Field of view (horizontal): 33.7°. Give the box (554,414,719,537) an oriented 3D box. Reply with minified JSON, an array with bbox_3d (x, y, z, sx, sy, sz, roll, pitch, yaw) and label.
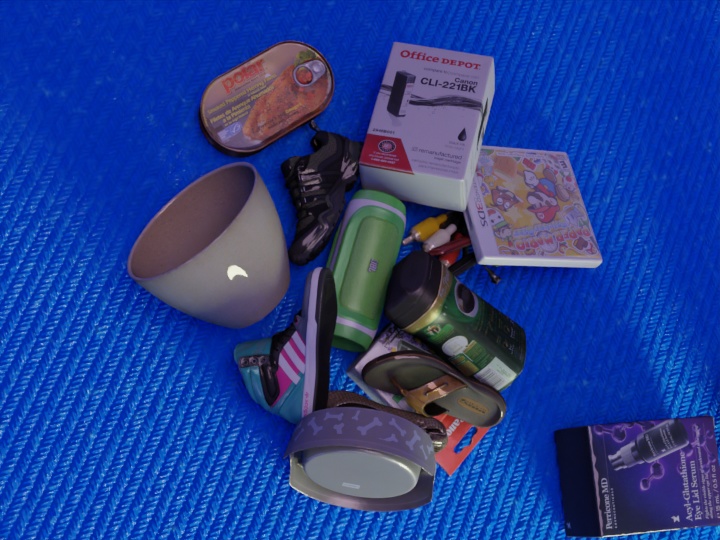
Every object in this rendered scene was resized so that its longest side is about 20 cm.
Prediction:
[{"bbox_3d":[0.376,0.279,1.604,0.197,0.104,0.150,-3,80,-18],"label":"box"}]

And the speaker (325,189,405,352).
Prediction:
[{"bbox_3d":[0.000,0.000,1.558,0.088,0.088,0.202,19,74,-12],"label":"speaker"}]

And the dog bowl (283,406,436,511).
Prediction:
[{"bbox_3d":[0.001,0.231,1.457,0.198,0.200,0.059,18,58,-12],"label":"dog bowl"}]

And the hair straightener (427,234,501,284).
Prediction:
[{"bbox_3d":[0.174,-0.020,1.622,0.199,0.041,0.078,-24,101,-41],"label":"hair straightener"}]

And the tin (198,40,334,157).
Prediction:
[{"bbox_3d":[-0.127,-0.230,1.594,0.199,0.042,0.113,-33,93,-21],"label":"tin"}]

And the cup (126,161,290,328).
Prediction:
[{"bbox_3d":[-0.168,-0.012,1.470,0.201,0.199,0.144,-49,119,-20],"label":"cup"}]

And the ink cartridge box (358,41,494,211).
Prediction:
[{"bbox_3d":[0.091,-0.195,1.590,0.142,0.084,0.202,11,64,11],"label":"ink cartridge box"}]

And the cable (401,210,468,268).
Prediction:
[{"bbox_3d":[0.142,-0.071,1.635,0.097,0.050,0.200,44,70,-10],"label":"cable"}]

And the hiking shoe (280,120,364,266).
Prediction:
[{"bbox_3d":[-0.068,-0.100,1.573,0.100,0.076,0.202,24,63,-2],"label":"hiking shoe"}]

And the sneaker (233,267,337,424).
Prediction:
[{"bbox_3d":[-0.097,0.090,1.487,0.119,0.084,0.203,8,98,16],"label":"sneaker"}]

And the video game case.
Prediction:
[{"bbox_3d":[0.225,-0.090,1.634,0.198,0.023,0.184,2,60,-28],"label":"video game case"}]

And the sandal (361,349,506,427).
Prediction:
[{"bbox_3d":[0.095,0.160,1.501,0.198,0.082,0.055,27,39,-17],"label":"sandal"}]

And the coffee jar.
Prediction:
[{"bbox_3d":[0.119,0.066,1.529,0.199,0.085,0.105,39,35,-20],"label":"coffee jar"}]

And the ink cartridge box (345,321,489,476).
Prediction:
[{"bbox_3d":[0.088,0.163,1.568,0.200,0.050,0.109,45,69,-3],"label":"ink cartridge box"}]

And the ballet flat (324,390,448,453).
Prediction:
[{"bbox_3d":[0.014,0.199,1.512,0.197,0.046,0.068,12,103,5],"label":"ballet flat"}]
